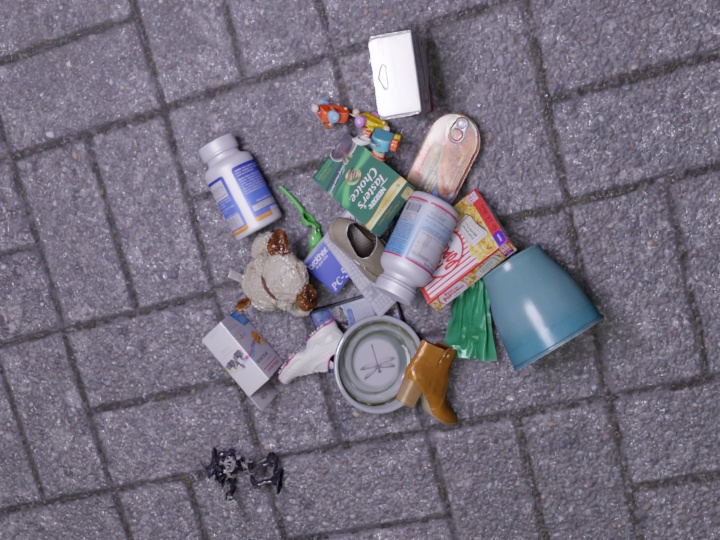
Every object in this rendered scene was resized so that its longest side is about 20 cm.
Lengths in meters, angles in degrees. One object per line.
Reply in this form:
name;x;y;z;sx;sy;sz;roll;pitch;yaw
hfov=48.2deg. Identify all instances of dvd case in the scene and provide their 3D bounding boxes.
dvd case;0.001;0.127;1.728;0.196;0.018;0.146;-17;97;15

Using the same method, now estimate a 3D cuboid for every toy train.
toy train;-0.008;-0.269;1.574;0.147;0.201;0.057;-3;125;-30

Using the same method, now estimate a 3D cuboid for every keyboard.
keyboard;0.000;0.000;1.637;0.201;0.056;0.011;54;151;-12

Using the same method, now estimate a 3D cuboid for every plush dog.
plush dog;-0.169;0.018;1.641;0.171;0.160;0.202;-28;95;53

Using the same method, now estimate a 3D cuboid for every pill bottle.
pill bottle;0.105;-0.041;1.557;0.107;0.109;0.203;26;83;5
pill bottle;-0.254;-0.176;1.671;0.110;0.112;0.203;-26;95;15

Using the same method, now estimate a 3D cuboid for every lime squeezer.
lime squeezer;-0.116;-0.089;1.706;0.070;0.037;0.204;-6;103;45

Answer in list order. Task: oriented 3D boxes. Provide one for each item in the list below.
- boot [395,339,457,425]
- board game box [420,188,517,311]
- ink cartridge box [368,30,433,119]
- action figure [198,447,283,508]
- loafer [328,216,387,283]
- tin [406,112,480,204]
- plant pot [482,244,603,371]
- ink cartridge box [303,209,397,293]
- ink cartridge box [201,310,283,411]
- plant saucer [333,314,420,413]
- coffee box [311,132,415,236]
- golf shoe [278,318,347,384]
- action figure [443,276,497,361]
boot;0.166;0.229;1.658;0.070;0.200;0.146;28;89;48
board game box;0.192;-0.041;1.595;0.199;0.046;0.153;-40;49;16
ink cartridge box;0.080;-0.365;1.517;0.081;0.200;0.150;-6;100;13
action figure;-0.279;0.459;1.811;0.195;0.102;0.121;-4;112;11
loafer;0.021;-0.032;1.605;0.198;0.068;0.077;36;79;-17
tin;0.166;-0.218;1.614;0.110;0.042;0.203;27;106;1
plant pot;0.337;0.063;1.565;0.198;0.200;0.190;-34;79;16
ink cartridge box;-0.023;-0.059;1.665;0.094;0.044;0.201;38;102;-11
ink cartridge box;-0.239;0.191;1.740;0.068;0.115;0.201;-39;92;17
plant saucer;0.036;0.193;1.677;0.195;0.050;0.205;0;92;-13
coffee box;0.004;-0.173;1.596;0.124;0.044;0.200;-50;57;7
golf shoe;-0.101;0.194;1.722;0.092;0.075;0.200;46;120;3
action figure;0.228;0.079;1.652;0.115;0.055;0.205;3;104;13
